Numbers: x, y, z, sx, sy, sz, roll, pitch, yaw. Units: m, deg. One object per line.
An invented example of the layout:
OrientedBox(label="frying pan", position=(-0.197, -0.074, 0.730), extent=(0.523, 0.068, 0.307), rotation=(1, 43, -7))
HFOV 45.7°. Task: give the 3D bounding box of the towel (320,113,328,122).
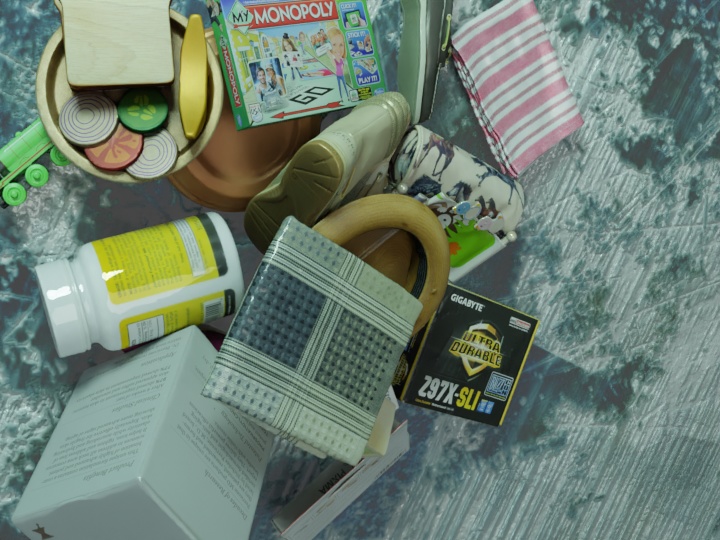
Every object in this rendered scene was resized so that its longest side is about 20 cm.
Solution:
OrientedBox(label="towel", position=(-0.093, -0.215, 0.963), extent=(0.201, 0.022, 0.147), rotation=(-49, 118, -8))

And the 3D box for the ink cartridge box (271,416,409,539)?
OrientedBox(label="ink cartridge box", position=(-0.024, 0.254, 1.051), extent=(0.199, 0.044, 0.174), rotation=(-40, 159, -12))

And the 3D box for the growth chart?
OrientedBox(label="growth chart", position=(0.087, -0.043, 1.061), extent=(0.197, 0.018, 0.145), rotation=(22, 132, -30))

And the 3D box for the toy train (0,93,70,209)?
OrientedBox(label="toy train", position=(-0.300, -0.142, 0.867), extent=(0.200, 0.042, 0.057), rotation=(-43, 108, -11))

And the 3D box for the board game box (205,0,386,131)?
OrientedBox(label="board game box", position=(-0.062, -0.234, 0.913), extent=(0.198, 0.029, 0.138), rotation=(-21, 101, -40))

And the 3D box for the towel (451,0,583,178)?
OrientedBox(label="towel", position=(0.203, -0.239, 1.090), extent=(0.145, 0.030, 0.202), rotation=(-37, 112, -21))

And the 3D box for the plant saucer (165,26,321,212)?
OrientedBox(label="plant saucer", position=(-0.130, -0.161, 0.929), extent=(0.196, 0.037, 0.205), rotation=(-8, 109, -25))

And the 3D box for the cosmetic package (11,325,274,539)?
OrientedBox(label="cosmetic package", position=(-0.211, 0.203, 0.878), extent=(0.165, 0.202, 0.168), rotation=(-20, 123, 23))

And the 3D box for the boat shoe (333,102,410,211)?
OrientedBox(label="boat shoe", position=(-0.002, -0.113, 1.012), extent=(0.065, 0.072, 0.201), rotation=(38, 88, -37))

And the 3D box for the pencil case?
OrientedBox(label="pencil case", position=(0.119, -0.104, 1.068), extent=(0.197, 0.079, 0.090), rotation=(23, 119, -30))

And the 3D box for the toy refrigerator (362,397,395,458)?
OrientedBox(label="toy refrigerator", position=(-0.054, 0.138, 0.929), extent=(0.199, 0.075, 0.071), rotation=(41, 51, -35))

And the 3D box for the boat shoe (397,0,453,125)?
OrientedBox(label="boat shoe", position=(0.081, -0.275, 1.006), extent=(0.059, 0.072, 0.206), rotation=(-4, 103, -21))

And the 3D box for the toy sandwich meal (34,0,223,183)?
OrientedBox(label="toy sandwich meal", position=(-0.224, -0.189, 0.828), extent=(0.200, 0.070, 0.210), rotation=(1, 83, -9))

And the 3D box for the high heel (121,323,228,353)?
OrientedBox(label="high heel", position=(-0.174, 0.105, 0.980), extent=(0.196, 0.067, 0.099), rotation=(-5, 102, -26))

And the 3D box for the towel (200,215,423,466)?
OrientedBox(label="towel", position=(-0.042, 0.075, 0.855), extent=(0.198, 0.034, 0.196), rotation=(33, 74, -31))

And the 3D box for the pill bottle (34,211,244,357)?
OrientedBox(label="pill bottle", position=(-0.231, 0.016, 0.901), extent=(0.196, 0.114, 0.117), rotation=(-16, 110, -23))

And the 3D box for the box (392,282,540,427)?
OrientedBox(label="box", position=(0.138, 0.110, 1.135), extent=(0.198, 0.049, 0.163), rotation=(21, 93, -39))

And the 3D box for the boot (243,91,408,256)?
OrientedBox(label="boot", position=(-0.037, -0.104, 0.925), extent=(0.073, 0.200, 0.155), rotation=(45, 49, 0))

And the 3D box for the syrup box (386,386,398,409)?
OrientedBox(label="syrup box", position=(-0.029, 0.094, 1.043), extent=(0.078, 0.081, 0.203), rotation=(-28, 113, -18))

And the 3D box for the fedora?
OrientedBox(label="fedora", position=(0.000, 0.000, 0.935), extent=(0.196, 0.082, 0.205), rotation=(-9, 115, -20))
